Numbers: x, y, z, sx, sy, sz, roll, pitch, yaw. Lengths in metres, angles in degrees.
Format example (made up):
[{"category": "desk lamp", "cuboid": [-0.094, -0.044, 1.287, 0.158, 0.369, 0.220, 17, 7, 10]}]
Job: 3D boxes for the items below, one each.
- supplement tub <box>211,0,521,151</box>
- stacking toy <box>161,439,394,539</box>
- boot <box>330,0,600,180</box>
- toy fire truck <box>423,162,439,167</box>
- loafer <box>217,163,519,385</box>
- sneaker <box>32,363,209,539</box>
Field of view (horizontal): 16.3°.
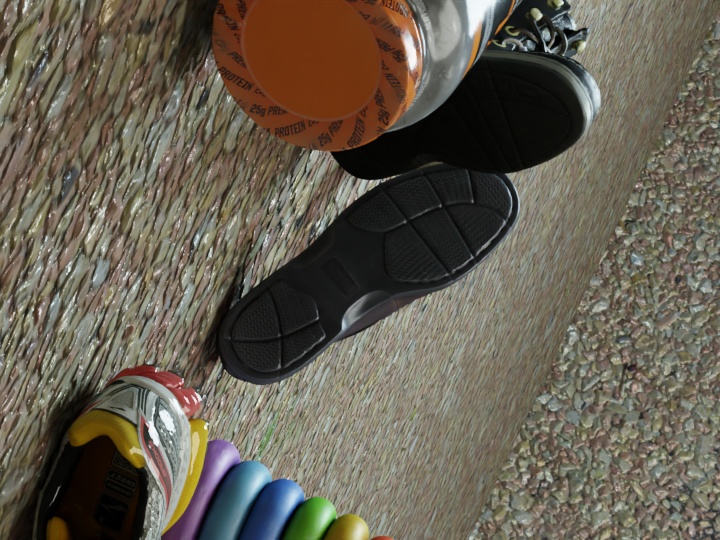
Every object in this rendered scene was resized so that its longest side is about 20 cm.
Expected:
[{"category": "supplement tub", "cuboid": [0.013, -0.144, 1.184, 0.200, 0.122, 0.123, -53, 163, -51]}, {"category": "stacking toy", "cuboid": [-0.029, 0.159, 1.400, 0.085, 0.200, 0.085, 22, 90, -80]}, {"category": "boot", "cuboid": [0.086, -0.118, 1.432, 0.154, 0.203, 0.074, -38, 111, -36]}, {"category": "toy fire truck", "cuboid": [0.045, -0.076, 1.609, 0.200, 0.049, 0.141, -51, -162, 50]}, {"category": "loafer", "cuboid": [0.000, 0.000, 1.463, 0.200, 0.072, 0.063, -32, 179, -13]}, {"category": "sneaker", "cuboid": [-0.134, 0.146, 1.210, 0.082, 0.078, 0.200, -28, 130, -69]}]
